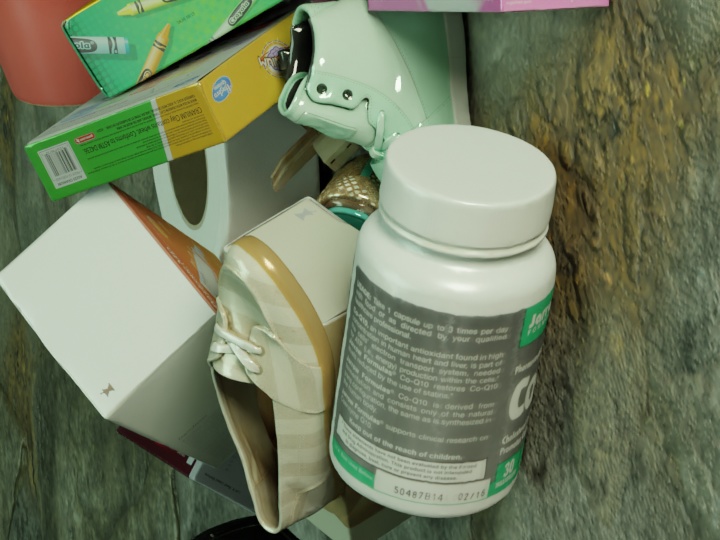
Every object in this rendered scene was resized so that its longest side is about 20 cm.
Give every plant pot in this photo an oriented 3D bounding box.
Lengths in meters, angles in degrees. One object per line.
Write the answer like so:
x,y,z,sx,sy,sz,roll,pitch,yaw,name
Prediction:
-0.225,-0.236,1.914,0.200,0.200,0.178,-140,39,-62,plant pot

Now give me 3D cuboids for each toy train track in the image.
-0.032,-0.121,1.564,0.115,0.033,0.200,-44,23,12,toy train track

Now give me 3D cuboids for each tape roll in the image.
-0.094,-0.084,1.730,0.202,0.071,0.203,172,90,-70,tape roll

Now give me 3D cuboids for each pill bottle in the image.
0.048,0.028,1.341,0.113,0.113,0.201,-124,35,-52,pill bottle

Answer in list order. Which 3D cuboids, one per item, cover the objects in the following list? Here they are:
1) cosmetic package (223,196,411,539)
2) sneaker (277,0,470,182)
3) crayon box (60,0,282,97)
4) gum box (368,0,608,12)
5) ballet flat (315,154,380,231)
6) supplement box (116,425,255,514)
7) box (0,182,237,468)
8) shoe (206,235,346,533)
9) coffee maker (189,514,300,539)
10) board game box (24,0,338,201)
-0.018,0.067,1.477,0.105,0.071,0.201,35,146,39,cosmetic package
0.008,-0.067,1.421,0.074,0.118,0.201,160,103,-66,sneaker
-0.075,-0.189,1.478,0.200,0.119,0.058,-26,103,30,crayon box
0.066,-0.200,1.311,0.200,0.066,0.114,-164,69,-67,gum box
0.000,0.000,1.540,0.200,0.070,0.065,103,-172,-52,ballet flat
-0.106,0.102,1.768,0.109,0.061,0.200,-61,23,-4,supplement box
-0.129,0.039,1.557,0.124,0.097,0.200,49,-176,21,box
-0.052,0.071,1.397,0.070,0.053,0.201,27,140,42,shoe
-0.071,0.308,1.679,0.192,0.134,0.200,-117,30,-44,coffee maker
-0.096,-0.120,1.509,0.153,0.200,0.040,-16,107,38,board game box
